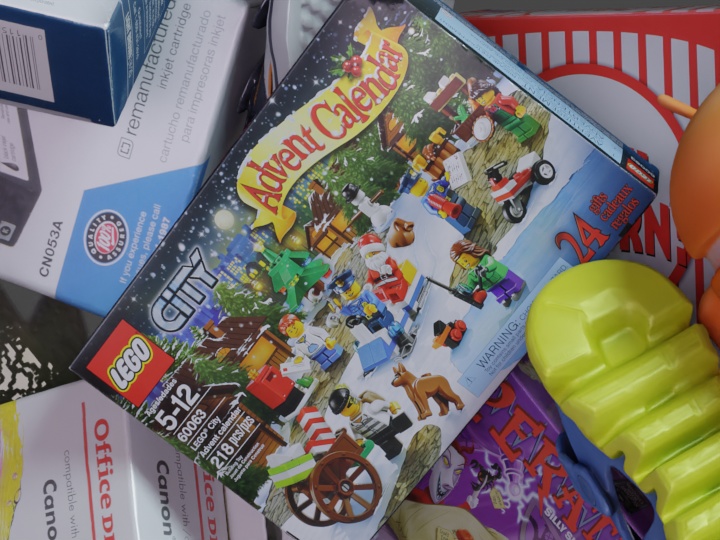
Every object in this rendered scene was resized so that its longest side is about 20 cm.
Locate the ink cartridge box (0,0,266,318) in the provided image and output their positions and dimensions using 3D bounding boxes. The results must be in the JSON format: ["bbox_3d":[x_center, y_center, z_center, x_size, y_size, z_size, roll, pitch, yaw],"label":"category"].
[{"bbox_3d":[-0.146,-0.078,1.044,0.199,0.084,0.146,20,102,11],"label":"ink cartridge box"}]

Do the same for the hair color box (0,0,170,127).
[{"bbox_3d":[-0.111,-0.157,0.970,0.099,0.201,0.061,14,145,8],"label":"hair color box"}]

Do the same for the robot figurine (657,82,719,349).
[{"bbox_3d":[0.186,-0.003,0.853,0.116,0.144,0.201,-34,80,-6],"label":"robot figurine"}]

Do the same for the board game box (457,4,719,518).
[{"bbox_3d":[0.103,-0.005,0.986,0.151,0.046,0.201,2,99,38],"label":"board game box"}]

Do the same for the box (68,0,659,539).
[{"bbox_3d":[0.000,0.000,0.946,0.136,0.038,0.200,36,109,-5],"label":"box"}]

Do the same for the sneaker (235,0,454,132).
[{"bbox_3d":[-0.010,-0.079,0.995,0.078,0.079,0.201,-7,111,-23],"label":"sneaker"}]

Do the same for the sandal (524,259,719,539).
[{"bbox_3d":[0.127,0.092,0.893,0.079,0.087,0.201,-22,63,-10],"label":"sandal"}]

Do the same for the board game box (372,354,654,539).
[{"bbox_3d":[0.067,0.118,0.989,0.200,0.032,0.120,52,121,20],"label":"board game box"}]

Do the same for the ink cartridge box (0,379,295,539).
[{"bbox_3d":[-0.117,0.111,1.032,0.199,0.067,0.117,-18,71,31],"label":"ink cartridge box"}]

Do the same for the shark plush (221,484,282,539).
[{"bbox_3d":[-0.036,0.152,1.055,0.091,0.083,0.200,-37,81,-19],"label":"shark plush"}]
